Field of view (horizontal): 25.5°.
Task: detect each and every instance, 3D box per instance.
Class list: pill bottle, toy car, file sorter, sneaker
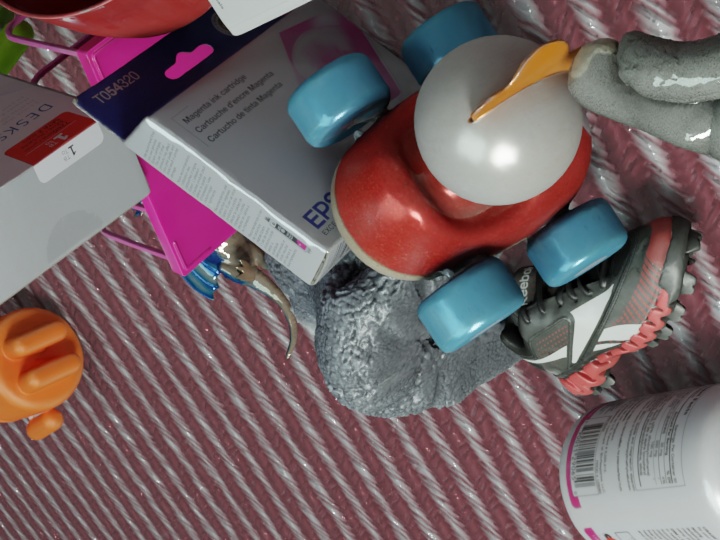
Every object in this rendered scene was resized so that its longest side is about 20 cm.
[{"bbox_3d":[0.239,0.135,1.081,0.114,0.113,0.200,52,148,-13],"label":"pill bottle"},{"bbox_3d":[0.084,-0.084,0.923,0.185,0.176,0.200,58,152,7],"label":"toy car"},{"bbox_3d":[-0.160,-0.127,1.214,0.125,0.139,0.201,18,140,40],"label":"file sorter"},{"bbox_3d":[0.154,0.018,1.065,0.097,0.071,0.201,23,149,-7],"label":"sneaker"}]

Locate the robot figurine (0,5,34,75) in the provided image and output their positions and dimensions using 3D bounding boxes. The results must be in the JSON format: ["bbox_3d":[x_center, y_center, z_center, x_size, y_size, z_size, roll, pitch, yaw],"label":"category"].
[{"bbox_3d":[-0.351,-0.223,1.338,0.175,0.116,0.200,39,148,12],"label":"robot figurine"}]

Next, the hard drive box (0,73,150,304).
[{"bbox_3d":[-0.276,-0.065,1.145,0.199,0.156,0.077,19,139,42],"label":"hard drive box"}]

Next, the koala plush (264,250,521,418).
[{"bbox_3d":[0.000,0.000,1.165,0.200,0.183,0.178,32,148,41],"label":"koala plush"}]

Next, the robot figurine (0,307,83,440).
[{"bbox_3d":[-0.381,0.104,1.755,0.144,0.117,0.200,33,152,-23],"label":"robot figurine"}]

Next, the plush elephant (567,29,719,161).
[{"bbox_3d":[0.221,-0.124,0.786,0.164,0.156,0.200,12,-165,-19],"label":"plush elephant"}]

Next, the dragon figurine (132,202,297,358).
[{"bbox_3d":[-0.120,-0.015,1.370,0.200,0.059,0.099,54,147,-14],"label":"dragon figurine"}]

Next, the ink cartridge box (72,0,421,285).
[{"bbox_3d":[-0.053,-0.108,1.050,0.200,0.196,0.043,38,136,7],"label":"ink cartridge box"}]

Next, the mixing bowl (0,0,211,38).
[{"bbox_3d":[-0.147,-0.232,1.058,0.199,0.201,0.108,19,170,35],"label":"mixing bowl"}]

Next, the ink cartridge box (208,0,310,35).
[{"bbox_3d":[0.000,-0.227,0.904,0.200,0.145,0.088,-9,119,54],"label":"ink cartridge box"}]
